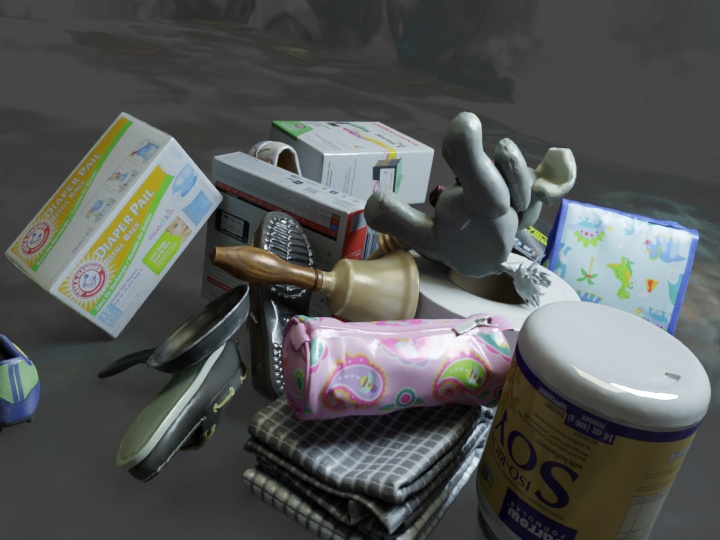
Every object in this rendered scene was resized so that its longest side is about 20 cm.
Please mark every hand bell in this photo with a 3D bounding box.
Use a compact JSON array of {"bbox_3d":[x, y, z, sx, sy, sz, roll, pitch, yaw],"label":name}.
[{"bbox_3d":[-0.051,0.010,0.673,0.195,0.106,0.104,13,21,-27],"label":"hand bell"}]

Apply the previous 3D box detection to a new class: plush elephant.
[{"bbox_3d":[0.134,-0.076,0.724,0.199,0.165,0.156,40,40,-4],"label":"plush elephant"}]

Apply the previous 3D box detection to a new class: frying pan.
[{"bbox_3d":[-0.174,0.076,0.635,0.188,0.031,0.115,-35,15,5],"label":"frying pan"}]

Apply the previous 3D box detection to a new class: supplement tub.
[{"bbox_3d":[0.172,0.145,0.550,0.141,0.205,0.146,9,24,-4],"label":"supplement tub"}]

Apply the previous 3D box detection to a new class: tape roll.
[{"bbox_3d":[0.127,0.073,0.760,0.196,0.143,0.204,9,25,-4],"label":"tape roll"}]

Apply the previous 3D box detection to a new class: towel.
[{"bbox_3d":[0.011,0.149,0.615,0.163,0.088,0.199,23,27,26],"label":"towel"}]

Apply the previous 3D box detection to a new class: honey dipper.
[{"bbox_3d":[0.000,0.000,0.828,0.037,0.199,0.039,25,44,-28],"label":"honey dipper"}]

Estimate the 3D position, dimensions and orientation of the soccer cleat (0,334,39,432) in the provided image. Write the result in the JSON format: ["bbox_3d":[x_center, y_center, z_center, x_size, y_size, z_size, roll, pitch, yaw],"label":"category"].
[{"bbox_3d":[-0.352,0.066,0.633,0.198,0.086,0.064,29,30,34],"label":"soccer cleat"}]

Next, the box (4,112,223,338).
[{"bbox_3d":[-0.265,-0.050,0.758,0.100,0.202,0.113,26,-15,33],"label":"box"}]

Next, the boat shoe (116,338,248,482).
[{"bbox_3d":[-0.149,0.122,0.623,0.071,0.061,0.202,-28,17,20],"label":"boat shoe"}]

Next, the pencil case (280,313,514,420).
[{"bbox_3d":[0.032,0.076,0.579,0.194,0.090,0.088,0,26,-20],"label":"pencil case"}]

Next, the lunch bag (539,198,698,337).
[{"bbox_3d":[0.304,0.024,0.864,0.165,0.205,0.128,13,24,8],"label":"lunch bag"}]

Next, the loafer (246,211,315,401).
[{"bbox_3d":[-0.093,0.037,0.714,0.072,0.206,0.070,18,-28,-39],"label":"loafer"}]

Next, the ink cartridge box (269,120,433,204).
[{"bbox_3d":[-0.014,-0.152,0.984,0.196,0.086,0.144,-9,31,-36],"label":"ink cartridge box"}]

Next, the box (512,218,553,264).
[{"bbox_3d":[0.266,-0.042,1.110,0.198,0.048,0.193,35,31,6],"label":"box"}]

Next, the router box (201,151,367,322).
[{"bbox_3d":[-0.095,-0.020,0.810,0.196,0.184,0.049,24,26,25],"label":"router box"}]

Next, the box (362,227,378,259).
[{"bbox_3d":[-0.049,-0.069,1.025,0.178,0.108,0.201,6,26,-12],"label":"box"}]

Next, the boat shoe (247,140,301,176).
[{"bbox_3d":[-0.091,-0.058,0.862,0.070,0.206,0.069,-17,18,-39],"label":"boat shoe"}]
